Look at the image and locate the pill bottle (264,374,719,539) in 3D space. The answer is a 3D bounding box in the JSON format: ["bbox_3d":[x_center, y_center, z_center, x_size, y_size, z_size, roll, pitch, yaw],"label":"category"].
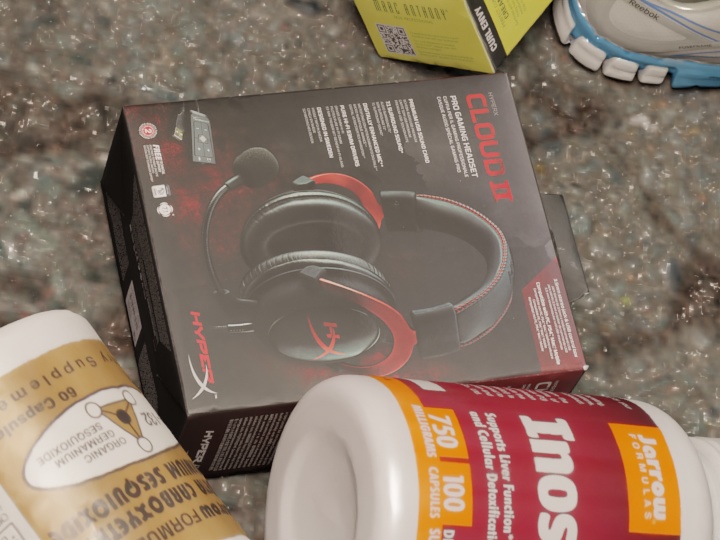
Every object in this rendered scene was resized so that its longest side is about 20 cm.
[{"bbox_3d":[0.070,0.105,1.166,0.199,0.113,0.114,5,62,-28],"label":"pill bottle"}]

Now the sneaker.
[{"bbox_3d":[0.196,-0.124,1.340,0.199,0.087,0.075,5,61,-14],"label":"sneaker"}]

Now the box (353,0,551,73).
[{"bbox_3d":[0.080,-0.179,1.340,0.075,0.050,0.200,11,52,38],"label":"box"}]

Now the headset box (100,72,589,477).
[{"bbox_3d":[0.000,0.000,1.232,0.199,0.075,0.150,-5,65,-17],"label":"headset box"}]

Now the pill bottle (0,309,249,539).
[{"bbox_3d":[-0.100,0.125,1.121,0.114,0.114,0.200,-32,76,-26],"label":"pill bottle"}]
